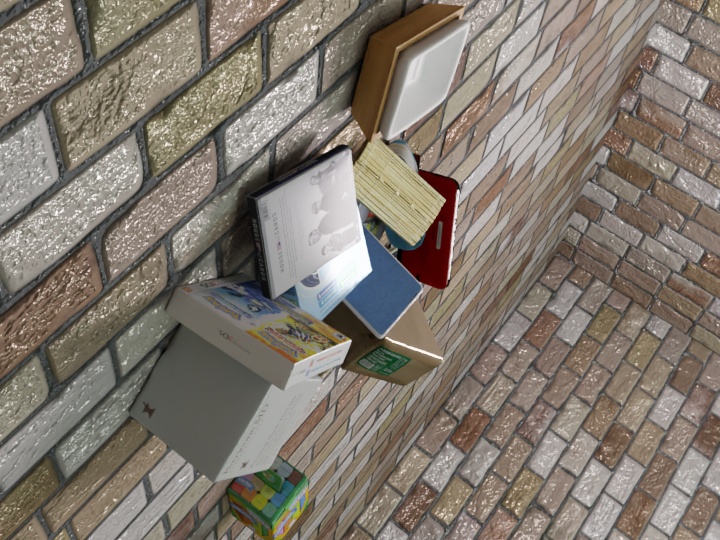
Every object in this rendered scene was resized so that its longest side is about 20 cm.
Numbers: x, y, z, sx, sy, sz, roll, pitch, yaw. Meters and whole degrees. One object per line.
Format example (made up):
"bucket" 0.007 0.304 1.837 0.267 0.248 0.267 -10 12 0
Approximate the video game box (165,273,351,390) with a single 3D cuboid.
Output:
"video game box" -0.133 0.076 1.251 0.182 0.198 0.047 -18 136 -65

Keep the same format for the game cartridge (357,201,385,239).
"game cartridge" 0.002 -0.079 1.641 0.134 0.041 0.199 -58 164 16

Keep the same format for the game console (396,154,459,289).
"game console" 0.129 -0.092 1.696 0.118 0.170 0.204 -19 120 -46

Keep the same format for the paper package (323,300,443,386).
"paper package" 0.031 0.090 1.621 0.103 0.193 0.199 -37 146 21

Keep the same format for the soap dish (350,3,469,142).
"soap dish" 0.071 -0.297 1.365 0.200 0.081 0.159 -40 156 -44

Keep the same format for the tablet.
"tablet" 0.000 0.000 1.507 0.130 0.200 0.014 -45 -178 -32

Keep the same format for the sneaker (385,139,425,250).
"sneaker" 0.077 -0.127 1.605 0.081 0.075 0.203 -73 159 -52

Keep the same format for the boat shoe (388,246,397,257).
"boat shoe" 0.036 0.037 1.899 0.201 0.062 0.075 -54 161 -16

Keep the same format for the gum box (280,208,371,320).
"gum box" -0.063 -0.039 1.378 0.170 0.044 0.203 -43 133 -38

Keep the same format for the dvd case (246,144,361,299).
"dvd case" -0.074 -0.070 1.293 0.199 0.024 0.153 -34 128 -42

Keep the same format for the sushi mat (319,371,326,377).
"sushi mat" -0.086 0.188 1.609 0.095 0.012 0.200 -33 -173 32

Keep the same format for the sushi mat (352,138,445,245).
"sushi mat" 0.053 -0.128 1.507 0.199 0.012 0.096 37 89 -37

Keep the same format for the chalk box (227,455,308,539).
"chalk box" -0.189 0.458 1.907 0.124 0.124 0.201 -48 160 -27

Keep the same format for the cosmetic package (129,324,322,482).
"cosmetic package" -0.188 0.180 1.336 0.169 0.165 0.200 -58 162 4
